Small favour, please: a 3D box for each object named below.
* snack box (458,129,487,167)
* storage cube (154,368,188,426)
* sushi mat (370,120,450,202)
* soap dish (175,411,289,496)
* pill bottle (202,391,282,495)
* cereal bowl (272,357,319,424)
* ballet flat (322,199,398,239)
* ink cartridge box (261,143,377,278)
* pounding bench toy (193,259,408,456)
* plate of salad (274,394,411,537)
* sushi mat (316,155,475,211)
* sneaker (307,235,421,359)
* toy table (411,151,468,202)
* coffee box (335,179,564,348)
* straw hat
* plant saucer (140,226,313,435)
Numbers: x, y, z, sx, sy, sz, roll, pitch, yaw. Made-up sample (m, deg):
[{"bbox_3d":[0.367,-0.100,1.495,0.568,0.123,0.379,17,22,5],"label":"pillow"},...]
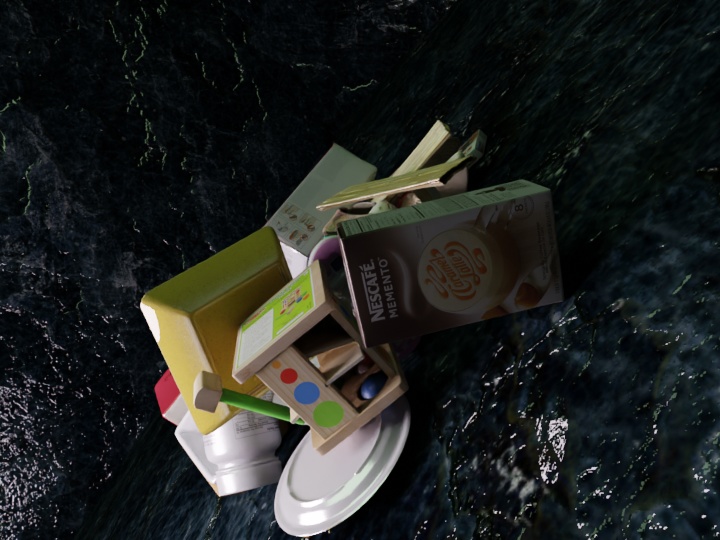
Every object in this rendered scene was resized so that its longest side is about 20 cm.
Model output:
[{"bbox_3d":[0.154,-0.174,1.187,0.200,0.024,0.072,-42,19,38],"label":"snack box"},{"bbox_3d":[-0.276,0.233,1.263,0.171,0.200,0.180,-54,21,-9],"label":"storage cube"},{"bbox_3d":[0.055,-0.129,0.911,0.200,0.012,0.096,-49,12,15],"label":"sushi mat"},{"bbox_3d":[-0.219,0.271,1.094,0.200,0.081,0.158,24,77,52],"label":"soap dish"},{"bbox_3d":[-0.180,0.219,0.952,0.113,0.113,0.201,-32,66,55],"label":"pill bottle"},{"bbox_3d":[-0.037,0.139,0.931,0.200,0.083,0.200,-50,14,17],"label":"cereal bowl"},{"bbox_3d":[0.012,-0.055,0.800,0.067,0.068,0.200,-59,30,-9],"label":"ballet flat"},{"bbox_3d":[-0.070,-0.065,1.014,0.200,0.084,0.176,-54,-10,-30],"label":"ink cartridge box"},{"bbox_3d":[-0.069,0.124,0.724,0.200,0.156,0.124,-39,20,7],"label":"pounding bench toy"},{"bbox_3d":[-0.017,0.217,0.734,0.200,0.048,0.200,-37,19,15],"label":"plate of salad"},{"bbox_3d":[0.041,-0.108,0.810,0.199,0.012,0.096,-8,21,41],"label":"sushi mat"},{"bbox_3d":[0.001,0.031,0.824,0.080,0.200,0.088,-44,22,-9],"label":"sneaker"},{"bbox_3d":[0.107,-0.059,0.878,0.200,0.117,0.184,-47,16,21],"label":"toy table"},{"bbox_3d":[0.085,-0.009,0.628,0.199,0.115,0.080,-14,16,-2],"label":"coffee box"},{"bbox_3d":[0.106,-0.117,1.043,0.200,0.085,0.201,-34,-11,-8],"label":"straw hat"},{"bbox_3d":[-0.140,0.075,0.794,0.048,0.201,0.200,8,34,47],"label":"plant saucer"}]
